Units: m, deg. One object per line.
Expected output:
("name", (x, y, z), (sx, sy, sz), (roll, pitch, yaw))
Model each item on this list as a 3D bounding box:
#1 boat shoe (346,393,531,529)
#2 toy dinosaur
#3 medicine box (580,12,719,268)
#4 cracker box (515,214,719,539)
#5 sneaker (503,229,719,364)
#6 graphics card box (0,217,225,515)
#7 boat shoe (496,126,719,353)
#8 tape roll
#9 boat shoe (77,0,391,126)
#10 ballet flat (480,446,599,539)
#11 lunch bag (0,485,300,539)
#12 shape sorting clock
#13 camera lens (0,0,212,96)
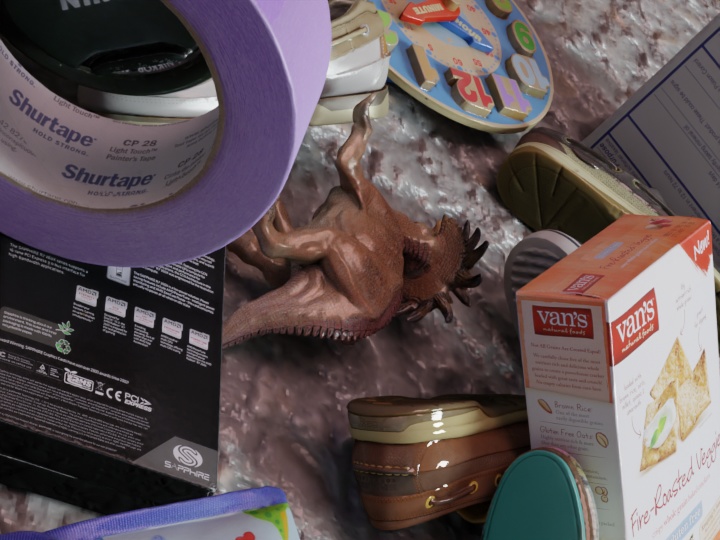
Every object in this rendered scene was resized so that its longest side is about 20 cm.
("boat shoe", (0.064, 0.102, 0.900), (0.199, 0.071, 0.068), (3, 88, -50))
("toy dinosaur", (0.000, 0.000, 0.912), (0.136, 0.086, 0.200), (49, 44, -8))
("medicine box", (0.283, -0.080, 1.140), (0.103, 0.200, 0.183), (-27, 77, -48))
("cracker box", (0.147, 0.085, 0.900), (0.134, 0.057, 0.202), (-31, 118, -50))
("sneaker", (0.163, 0.056, 1.014), (0.079, 0.078, 0.201), (-36, 95, -47))
("graphics card box", (-0.128, 0.016, 0.800), (0.125, 0.051, 0.201), (22, 44, -27))
("boat shoe", (0.182, -0.026, 1.105), (0.200, 0.072, 0.066), (37, 44, -5))
("tape roll", (-0.115, -0.097, 0.715), (0.199, 0.200, 0.066), (34, 41, -14))
("boat shoe", (-0.069, -0.114, 0.921), (0.199, 0.074, 0.069), (-11, 109, -39))
("ballet flat", (0.097, 0.193, 0.833), (0.071, 0.069, 0.202), (32, 53, -51))
("lunch bag", (-0.102, 0.188, 0.628), (0.198, 0.128, 0.171), (-6, 63, -30))
("shape sorting clock", (0.054, -0.175, 1.141), (0.199, 0.039, 0.201), (25, 44, -26))
("camera lens", (-0.106, -0.201, 0.838), (0.159, 0.160, 0.201), (30, 45, -19))
